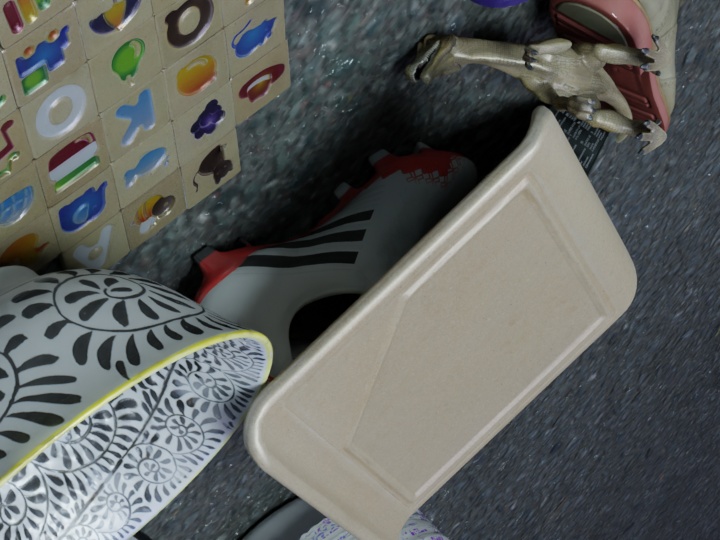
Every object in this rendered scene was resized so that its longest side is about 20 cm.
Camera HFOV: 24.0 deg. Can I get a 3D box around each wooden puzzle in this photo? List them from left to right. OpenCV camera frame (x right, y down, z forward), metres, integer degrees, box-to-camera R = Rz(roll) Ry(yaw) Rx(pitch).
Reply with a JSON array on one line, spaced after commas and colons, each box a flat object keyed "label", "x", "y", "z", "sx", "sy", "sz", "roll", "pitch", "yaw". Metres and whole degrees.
[{"label": "wooden puzzle", "x": 0.042, "y": 0.033, "z": 0.803, "sx": 0.200, "sy": 0.037, "sz": 0.185, "roll": -47, "pitch": 149, "yaw": -3}]

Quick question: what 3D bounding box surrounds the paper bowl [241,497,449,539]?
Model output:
[{"label": "paper bowl", "x": -0.033, "y": 0.229, "z": 1.128, "sx": 0.200, "sy": 0.104, "sz": 0.201, "roll": -37, "pitch": 154, "yaw": -21}]

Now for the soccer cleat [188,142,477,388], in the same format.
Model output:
[{"label": "soccer cleat", "x": 0.000, "y": 0.000, "z": 0.861, "sx": 0.199, "sy": 0.085, "sz": 0.069, "roll": -28, "pitch": 149, "yaw": -38}]

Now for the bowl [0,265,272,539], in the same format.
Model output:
[{"label": "bowl", "x": -0.140, "y": 0.062, "z": 0.689, "sx": 0.200, "sy": 0.094, "sz": 0.201, "roll": -39, "pitch": 165, "yaw": -13}]

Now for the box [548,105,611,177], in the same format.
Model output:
[{"label": "box", "x": 0.062, "y": 0.007, "z": 0.949, "sx": 0.194, "sy": 0.047, "sz": 0.200, "roll": -60, "pitch": 176, "yaw": 21}]

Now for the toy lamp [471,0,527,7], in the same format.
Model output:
[{"label": "toy lamp", "x": 0.051, "y": -0.183, "z": 0.707, "sx": 0.058, "sy": 0.058, "sz": 0.200, "roll": -43, "pitch": 155, "yaw": -10}]

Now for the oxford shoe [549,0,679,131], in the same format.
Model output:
[{"label": "oxford shoe", "x": 0.156, "y": -0.132, "z": 0.952, "sx": 0.075, "sy": 0.070, "sz": 0.200, "roll": -60, "pitch": 164, "yaw": -9}]

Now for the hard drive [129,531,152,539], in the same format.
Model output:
[{"label": "hard drive", "x": -0.190, "y": 0.216, "z": 0.926, "sx": 0.200, "sy": 0.038, "sz": 0.140, "roll": -43, "pitch": 155, "yaw": -9}]

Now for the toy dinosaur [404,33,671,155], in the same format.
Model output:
[{"label": "toy dinosaur", "x": 0.114, "y": -0.100, "z": 0.880, "sx": 0.199, "sy": 0.101, "sz": 0.059, "roll": 10, "pitch": 100, "yaw": -45}]

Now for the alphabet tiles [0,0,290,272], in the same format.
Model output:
[{"label": "alphabet tiles", "x": -0.094, "y": -0.074, "z": 0.689, "sx": 0.166, "sy": 0.006, "sz": 0.201, "roll": -39, "pitch": 154, "yaw": -21}]
